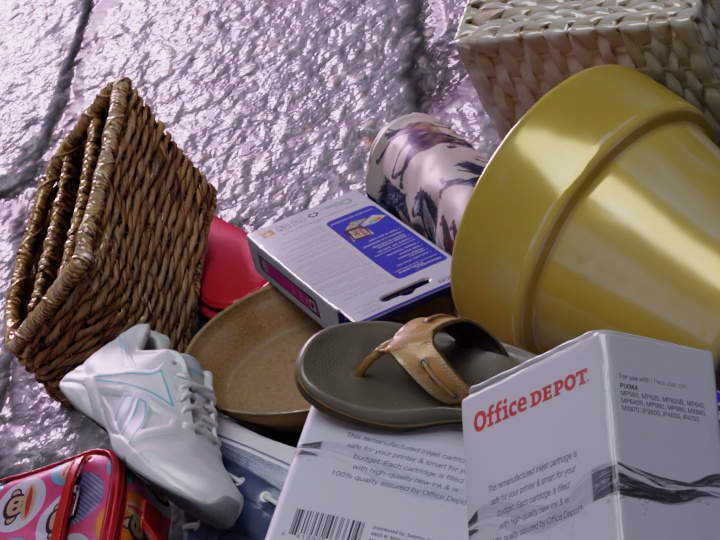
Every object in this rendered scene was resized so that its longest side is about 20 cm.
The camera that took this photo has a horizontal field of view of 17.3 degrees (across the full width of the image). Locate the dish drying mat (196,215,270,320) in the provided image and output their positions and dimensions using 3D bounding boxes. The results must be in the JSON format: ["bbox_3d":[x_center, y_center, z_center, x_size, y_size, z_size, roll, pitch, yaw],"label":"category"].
[{"bbox_3d":[-0.131,-0.014,1.834,0.077,0.018,0.200,-41,40,-18],"label":"dish drying mat"}]

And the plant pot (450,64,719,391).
[{"bbox_3d":[0.191,-0.001,1.506,0.189,0.201,0.201,34,66,31],"label":"plant pot"}]

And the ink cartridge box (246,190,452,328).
[{"bbox_3d":[0.000,0.000,1.668,0.094,0.037,0.200,-23,25,-17],"label":"ink cartridge box"}]

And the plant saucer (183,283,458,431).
[{"bbox_3d":[-0.025,0.059,1.646,0.199,0.036,0.201,-12,27,6],"label":"plant saucer"}]

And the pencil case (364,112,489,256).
[{"bbox_3d":[0.077,-0.034,1.689,0.077,0.090,0.200,-9,31,-25],"label":"pencil case"}]

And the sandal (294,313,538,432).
[{"bbox_3d":[0.060,0.061,1.453,0.199,0.054,0.081,9,47,6],"label":"sandal"}]

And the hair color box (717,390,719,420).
[{"bbox_3d":[0.257,0.161,1.329,0.065,0.110,0.200,-38,38,-13],"label":"hair color box"}]

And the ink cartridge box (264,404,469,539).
[{"bbox_3d":[0.023,0.163,1.450,0.145,0.084,0.201,12,47,8],"label":"ink cartridge box"}]

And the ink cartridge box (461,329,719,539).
[{"bbox_3d":[0.131,0.151,1.324,0.144,0.083,0.201,-30,57,53],"label":"ink cartridge box"}]

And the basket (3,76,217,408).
[{"bbox_3d":[-0.209,-0.021,1.763,0.142,0.149,0.201,-14,47,24],"label":"basket"}]

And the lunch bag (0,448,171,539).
[{"bbox_3d":[-0.196,0.219,1.528,0.175,0.082,0.201,-18,44,27],"label":"lunch bag"}]

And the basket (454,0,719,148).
[{"bbox_3d":[0.196,-0.157,1.661,0.197,0.200,0.161,-2,46,29],"label":"basket"}]

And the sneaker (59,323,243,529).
[{"bbox_3d":[-0.127,0.096,1.552,0.080,0.070,0.200,-47,43,-2],"label":"sneaker"}]

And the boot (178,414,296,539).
[{"bbox_3d":[-0.100,0.152,1.577,0.199,0.073,0.090,12,46,38],"label":"boot"}]
